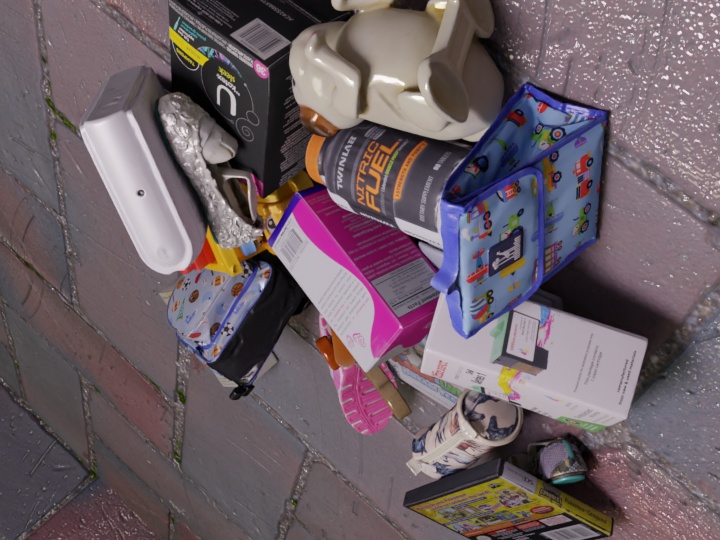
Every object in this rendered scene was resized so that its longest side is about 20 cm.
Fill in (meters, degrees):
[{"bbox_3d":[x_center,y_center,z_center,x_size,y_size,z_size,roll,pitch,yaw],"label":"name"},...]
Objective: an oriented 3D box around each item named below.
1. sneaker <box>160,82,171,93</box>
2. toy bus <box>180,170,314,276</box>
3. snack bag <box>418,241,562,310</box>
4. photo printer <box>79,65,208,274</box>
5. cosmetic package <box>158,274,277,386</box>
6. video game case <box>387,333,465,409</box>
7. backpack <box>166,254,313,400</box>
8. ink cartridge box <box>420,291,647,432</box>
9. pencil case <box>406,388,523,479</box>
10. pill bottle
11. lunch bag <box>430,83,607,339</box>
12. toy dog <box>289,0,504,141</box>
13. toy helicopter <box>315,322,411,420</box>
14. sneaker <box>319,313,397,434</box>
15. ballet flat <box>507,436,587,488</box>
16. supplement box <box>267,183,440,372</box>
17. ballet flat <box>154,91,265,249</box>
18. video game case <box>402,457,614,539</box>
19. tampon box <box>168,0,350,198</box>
[{"bbox_3d":[-0.230,-0.217,1.240,0.114,0.075,0.200,-56,46,26],"label":"sneaker"},{"bbox_3d":[-0.168,-0.056,1.224,0.200,0.192,0.136,14,134,41],"label":"toy bus"},{"bbox_3d":[0.156,0.067,1.117,0.188,0.021,0.200,25,145,34],"label":"snack bag"},{"bbox_3d":[-0.226,-0.104,1.044,0.166,0.069,0.200,-97,-11,-60],"label":"photo printer"},{"bbox_3d":[-0.235,0.094,1.584,0.105,0.071,0.200,-12,115,56],"label":"cosmetic package"},{"bbox_3d":[0.104,0.111,1.196,0.200,0.024,0.182,30,148,33],"label":"video game case"},{"bbox_3d":[-0.188,0.055,1.369,0.154,0.200,0.190,41,169,-25],"label":"backpack"},{"bbox_3d":[0.165,0.086,0.960,0.200,0.084,0.145,18,167,6],"label":"ink cartridge box"},{"bbox_3d":[0.125,0.199,1.159,0.078,0.089,0.200,44,152,7],"label":"pencil case"},{"bbox_3d":[0.036,-0.099,1.002,0.200,0.106,0.106,23,141,35],"label":"pill bottle"},{"bbox_3d":[0.126,-0.046,0.856,0.094,0.200,0.151,27,143,32],"label":"lunch bag"},{"bbox_3d":[0.024,-0.190,0.894,0.200,0.140,0.194,5,167,32],"label":"toy dog"},{"bbox_3d":[0.003,0.101,1.164,0.200,0.079,0.132,51,171,43],"label":"toy helicopter"},{"bbox_3d":[-0.005,0.124,1.313,0.088,0.081,0.200,-160,57,-80],"label":"sneaker"},{"bbox_3d":[0.220,0.257,1.212,0.072,0.072,0.200,45,146,7],"label":"ballet flat"},{"bbox_3d":[0.000,0.000,1.112,0.200,0.103,0.101,53,138,16],"label":"supplement box"},{"bbox_3d":[-0.153,-0.111,1.037,0.072,0.072,0.200,18,141,40],"label":"ballet flat"},{"bbox_3d":[0.181,0.303,1.200,0.181,0.026,0.200,30,145,-18],"label":"video game case"},{"bbox_3d":[-0.114,-0.212,1.044,0.150,0.126,0.200,38,148,19],"label":"tampon box"}]
